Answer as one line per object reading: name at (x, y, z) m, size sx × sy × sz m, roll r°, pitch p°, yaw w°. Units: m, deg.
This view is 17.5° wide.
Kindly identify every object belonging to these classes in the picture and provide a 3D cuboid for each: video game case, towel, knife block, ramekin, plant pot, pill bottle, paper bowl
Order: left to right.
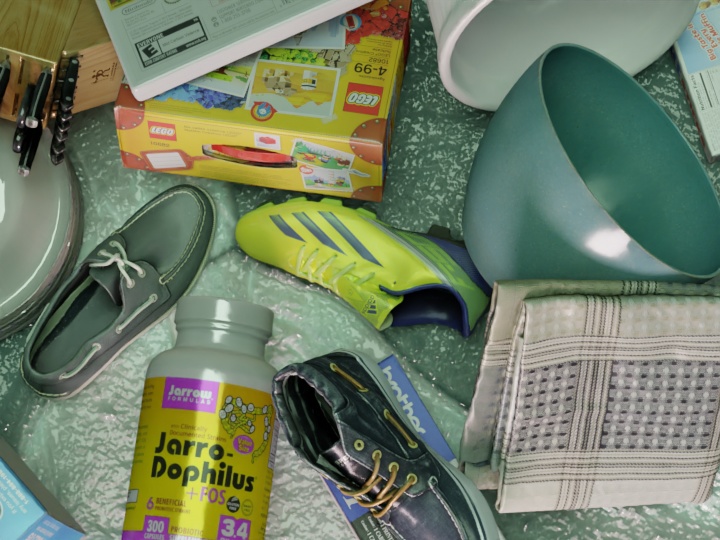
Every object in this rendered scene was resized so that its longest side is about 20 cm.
paper bowl at (-0.312, -0.047, 1.746) m, size 0.199 × 0.104 × 0.203 m, roll -1°, pitch 77°, yaw 2°
knife block at (-0.265, -0.158, 1.716) m, size 0.175 × 0.064 × 0.200 m, roll -19°, pitch 52°, yaw -37°
pill bottle at (-0.112, 0.124, 1.698) m, size 0.103 × 0.104 × 0.202 m, roll 6°, pitch 79°, yaw 4°
video game case at (-0.103, -0.237, 1.717) m, size 0.199 × 0.023 × 0.183 m, roll -24°, pitch 63°, yaw -1°
ramekin at (0.139, -0.211, 1.708) m, size 0.199 × 0.201 × 0.098 m, roll -18°, pitch 63°, yaw -1°
plant pot at (0.151, -0.044, 1.690) m, size 0.135 × 0.200 × 0.201 m, roll -38°, pitch 77°, yaw 29°
towel at (0.172, 0.091, 1.643) m, size 0.198 × 0.194 × 0.035 m, roll 2°, pitch 36°, yaw -9°

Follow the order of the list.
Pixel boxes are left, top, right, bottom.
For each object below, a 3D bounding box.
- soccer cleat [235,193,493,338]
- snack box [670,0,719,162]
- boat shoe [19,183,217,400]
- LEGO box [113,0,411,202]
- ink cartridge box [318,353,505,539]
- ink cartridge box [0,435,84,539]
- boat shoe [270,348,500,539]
soccer cleat at (0.000, 0.000, 1.733) m, size 0.198 × 0.065 × 0.084 m, roll 12°, pitch 62°, yaw 3°
snack box at (0.269, -0.187, 1.781) m, size 0.071 × 0.024 × 0.202 m, roll -17°, pitch 78°, yaw 1°
boat shoe at (-0.180, 0.013, 1.746) m, size 0.073 × 0.062 × 0.200 m, roll 40°, pitch 83°, yaw 10°
LEGO box at (-0.069, -0.144, 1.741) m, size 0.198 × 0.077 × 0.150 m, roll 8°, pitch 58°, yaw 5°
ink cartridge box at (0.036, 0.172, 1.710) m, size 0.094 × 0.044 × 0.201 m, roll -31°, pitch 78°, yaw -5°
ink cartridge box at (-0.328, 0.198, 1.673) m, size 0.200 × 0.146 × 0.147 m, roll -43°, pitch 79°, yaw -5°
boat shoe at (0.013, 0.145, 1.638) m, size 0.071 × 0.091 × 0.201 m, roll -46°, pitch 72°, yaw 25°
